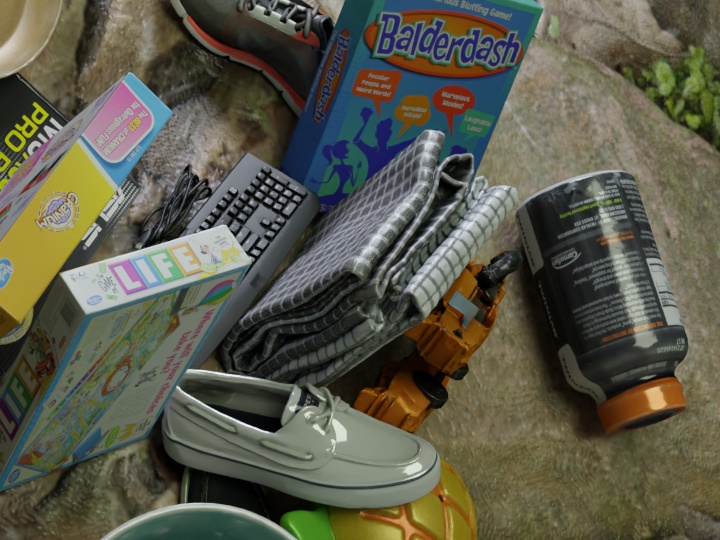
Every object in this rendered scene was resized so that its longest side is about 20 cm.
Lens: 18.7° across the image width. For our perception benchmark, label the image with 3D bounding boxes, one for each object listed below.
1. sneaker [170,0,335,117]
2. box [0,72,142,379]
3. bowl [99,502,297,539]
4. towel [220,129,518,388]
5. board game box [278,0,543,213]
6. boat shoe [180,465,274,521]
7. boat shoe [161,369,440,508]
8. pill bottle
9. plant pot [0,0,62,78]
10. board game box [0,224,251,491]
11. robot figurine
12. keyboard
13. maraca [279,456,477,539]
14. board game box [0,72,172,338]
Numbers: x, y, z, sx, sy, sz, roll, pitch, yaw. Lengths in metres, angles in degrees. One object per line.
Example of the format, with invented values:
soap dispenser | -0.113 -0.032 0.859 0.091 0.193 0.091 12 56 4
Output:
sneaker | -0.059 -0.193 1.700 0.199 0.082 0.077 37 52 -18
box | -0.263 -0.039 1.501 0.160 0.044 0.201 43 50 -12
bowl | -0.114 0.243 1.333 0.199 0.105 0.203 2 84 -22
towel | 0.000 0.000 1.576 0.086 0.200 0.166 47 49 -7
board game box | 0.037 -0.133 1.682 0.151 0.201 0.045 9 22 -33
boat shoe | -0.073 0.210 1.511 0.074 0.066 0.201 5 66 -34
boat shoe | -0.042 0.112 1.505 0.198 0.066 0.074 7 37 5
pill bottle | 0.202 0.029 1.776 0.106 0.106 0.202 -5 72 -38
plant pot | -0.284 -0.224 1.490 0.199 0.027 0.202 21 63 -47
board game box | -0.166 0.059 1.424 0.134 0.200 0.034 -18 62 -41
robot figurine | 0.059 0.048 1.618 0.058 0.145 0.200 36 22 -1
keyboard | -0.112 -0.021 1.583 0.103 0.040 0.200 27 49 10
maraca | 0.014 0.192 1.548 0.137 0.107 0.200 52 35 3
board game box | -0.216 -0.022 1.398 0.040 0.153 0.201 42 51 -14
